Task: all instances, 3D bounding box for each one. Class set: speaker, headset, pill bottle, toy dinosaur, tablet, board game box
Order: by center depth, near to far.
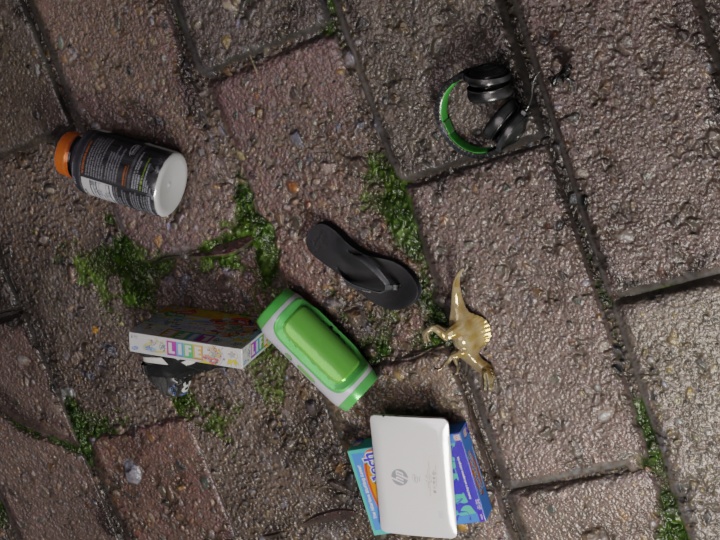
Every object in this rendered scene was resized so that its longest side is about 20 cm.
[{"bbox_3d":[0.197,-0.235,1.497,0.198,0.094,0.125,-19,104,40],"label":"headset"},{"bbox_3d":[0.145,0.089,1.626,0.100,0.058,0.202,-17,108,9],"label":"toy dinosaur"},{"bbox_3d":[0.083,0.321,1.686,0.128,0.014,0.203,0,105,21],"label":"tablet"},{"bbox_3d":[-0.068,0.123,1.687,0.200,0.088,0.089,44,116,3],"label":"speaker"},{"bbox_3d":[-0.382,-0.161,1.707,0.197,0.106,0.108,18,112,15],"label":"pill bottle"},{"bbox_3d":[0.093,0.332,1.717,0.198,0.045,0.154,-14,101,25],"label":"board game box"},{"bbox_3d":[-0.249,0.104,1.725,0.197,0.134,0.035,7,109,18],"label":"board game box"}]

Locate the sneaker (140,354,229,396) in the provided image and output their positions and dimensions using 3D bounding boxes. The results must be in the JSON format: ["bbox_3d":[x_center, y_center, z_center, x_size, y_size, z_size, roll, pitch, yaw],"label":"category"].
[{"bbox_3d":[-0.275,0.161,1.794,0.197,0.073,0.114,10,113,26],"label":"sneaker"}]

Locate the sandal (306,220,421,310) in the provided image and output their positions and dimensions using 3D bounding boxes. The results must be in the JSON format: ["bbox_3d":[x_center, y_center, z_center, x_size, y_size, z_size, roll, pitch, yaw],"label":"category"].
[{"bbox_3d":[-0.001,0.000,1.648,0.198,0.043,0.077,30,115,10],"label":"sandal"}]
